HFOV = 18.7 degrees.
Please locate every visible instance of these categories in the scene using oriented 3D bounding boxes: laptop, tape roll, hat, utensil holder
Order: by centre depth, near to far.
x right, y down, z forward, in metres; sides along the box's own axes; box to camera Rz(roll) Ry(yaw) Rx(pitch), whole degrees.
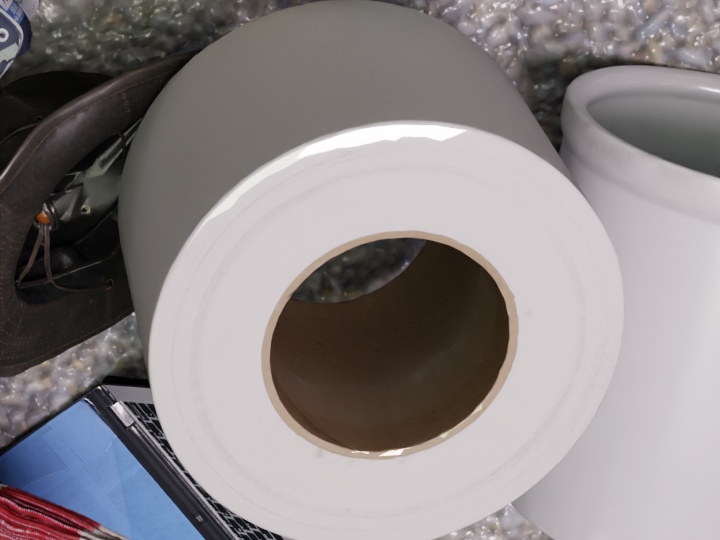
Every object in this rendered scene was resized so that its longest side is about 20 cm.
[{"bbox_3d":[0.000,0.000,0.951,0.202,0.139,0.204,-5,117,-10],"label":"tape roll"},{"bbox_3d":[-0.137,-0.046,1.037,0.081,0.200,0.201,42,107,25],"label":"hat"},{"bbox_3d":[0.160,0.024,1.052,0.169,0.170,0.201,8,113,-7],"label":"utensil holder"},{"bbox_3d":[-0.098,0.160,1.115,0.116,0.200,0.187,-47,111,-22],"label":"laptop"}]

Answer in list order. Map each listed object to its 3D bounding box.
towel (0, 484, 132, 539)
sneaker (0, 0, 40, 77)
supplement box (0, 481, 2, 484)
[{"bbox_3d":[-0.210,0.153,1.057,0.199,0.023,0.145,20,122,8],"label":"towel"},{"bbox_3d":[-0.200,-0.159,1.003,0.108,0.070,0.201,7,117,-2],"label":"sneaker"},{"bbox_3d":[-0.249,0.088,1.084,0.108,0.061,0.201,-8,113,24],"label":"supplement box"}]
